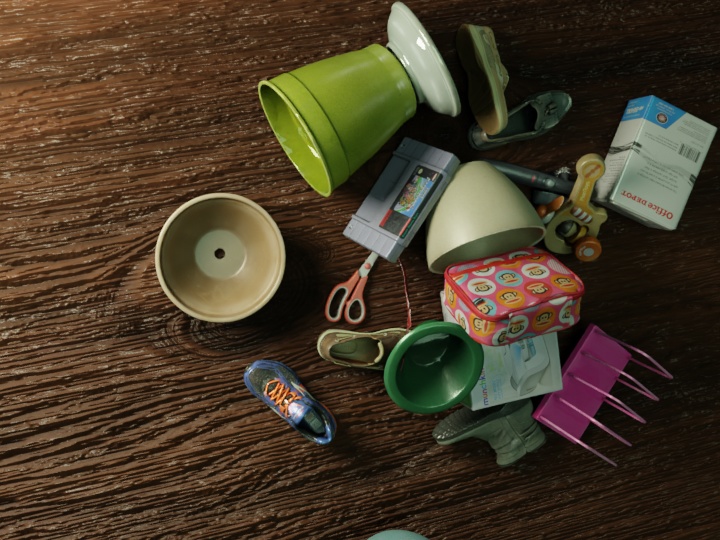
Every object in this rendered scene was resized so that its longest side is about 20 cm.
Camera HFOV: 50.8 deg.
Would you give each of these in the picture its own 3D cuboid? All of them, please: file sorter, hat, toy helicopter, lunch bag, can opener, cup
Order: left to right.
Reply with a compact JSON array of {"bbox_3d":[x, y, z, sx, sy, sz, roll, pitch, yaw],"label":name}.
[{"bbox_3d":[0.109,0.115,1.299,0.165,0.176,0.200,17,110,-19],"label":"hat"},{"bbox_3d":[0.190,-0.097,1.263,0.200,0.200,0.143,-13,75,-11],"label":"cup"},{"bbox_3d":[0.237,0.032,1.218,0.200,0.176,0.082,-13,126,-18],"label":"lunch bag"},{"bbox_3d":[0.297,-0.161,1.330,0.200,0.063,0.079,16,93,-15],"label":"can opener"},{"bbox_3d":[0.365,-0.114,1.311,0.132,0.079,0.200,8,129,0],"label":"toy helicopter"},{"bbox_3d":[0.439,0.227,1.356,0.139,0.125,0.200,34,88,-36],"label":"file sorter"}]

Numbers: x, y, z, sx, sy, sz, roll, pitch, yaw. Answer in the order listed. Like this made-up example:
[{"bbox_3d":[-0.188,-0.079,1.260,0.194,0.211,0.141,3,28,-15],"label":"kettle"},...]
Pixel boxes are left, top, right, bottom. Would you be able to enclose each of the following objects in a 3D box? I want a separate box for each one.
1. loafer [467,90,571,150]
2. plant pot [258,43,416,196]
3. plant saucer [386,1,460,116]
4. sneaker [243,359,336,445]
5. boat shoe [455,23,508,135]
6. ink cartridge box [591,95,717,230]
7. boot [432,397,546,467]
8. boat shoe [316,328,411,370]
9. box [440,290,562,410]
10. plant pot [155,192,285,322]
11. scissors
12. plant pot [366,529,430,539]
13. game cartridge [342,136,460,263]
[{"bbox_3d":[0.286,-0.258,1.316,0.200,0.063,0.072,-24,101,-9],"label":"loafer"},{"bbox_3d":[-0.024,-0.250,1.183,0.193,0.200,0.200,-33,102,-12],"label":"plant pot"},{"bbox_3d":[0.087,-0.322,1.197,0.050,0.200,0.200,-30,102,2],"label":"plant saucer"},{"bbox_3d":[-0.111,0.221,1.272,0.200,0.078,0.075,40,86,-14],"label":"sneaker"},{"bbox_3d":[0.218,-0.323,1.269,0.064,0.071,0.200,-7,78,-23],"label":"boat shoe"},{"bbox_3d":[0.525,-0.191,1.368,0.146,0.084,0.200,22,92,-14],"label":"ink cartridge box"},{"bbox_3d":[0.239,0.304,1.372,0.200,0.068,0.131,-23,106,-9],"label":"boot"},{"bbox_3d":[0.030,0.140,1.297,0.202,0.075,0.075,0,96,-13],"label":"boat shoe"},{"bbox_3d":[0.246,0.122,1.336,0.176,0.097,0.200,-10,99,-14],"label":"box"},{"bbox_3d":[-0.224,-0.023,1.211,0.201,0.093,0.201,-1,96,-14],"label":"plant pot"},{"bbox_3d":[0.000,0.000,1.305,0.073,0.014,0.200,20,93,-12],"label":"scissors"},{"bbox_3d":[0.058,0.535,1.317,0.200,0.135,0.200,-1,96,-13],"label":"plant pot"},{"bbox_3d":[0.066,-0.120,1.250,0.038,0.130,0.200,34,87,-39],"label":"game cartridge"}]
